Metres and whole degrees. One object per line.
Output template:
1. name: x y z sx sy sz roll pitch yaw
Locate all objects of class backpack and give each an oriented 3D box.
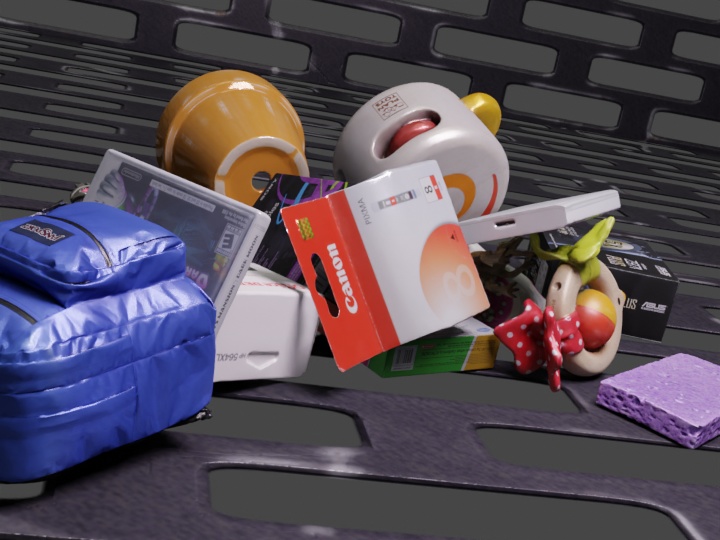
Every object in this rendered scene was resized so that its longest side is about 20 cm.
1. backpack: -0.225 0.047 0.769 0.162 0.169 0.200 13 24 33

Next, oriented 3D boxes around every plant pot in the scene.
1. plant pot: -0.152 -0.141 1.406 0.199 0.201 0.183 4 22 -25

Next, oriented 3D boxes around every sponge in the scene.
1. sponge: 0.342 0.132 1.129 0.111 0.030 0.199 24 21 36

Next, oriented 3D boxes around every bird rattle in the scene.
1. bird rattle: 0.235 0.045 1.147 0.112 0.201 0.163 -15 -40 39

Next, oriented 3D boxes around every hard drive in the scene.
1. hard drive: 0.192 -0.058 1.168 0.131 0.026 0.200 -10 4 29

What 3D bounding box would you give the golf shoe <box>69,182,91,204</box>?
1. golf shoe: -0.248 -0.049 1.259 0.199 0.078 0.088 -3 35 -41

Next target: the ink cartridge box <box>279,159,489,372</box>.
1. ink cartridge box: 0.029 -0.011 1.022 0.050 0.163 0.200 -20 0 39

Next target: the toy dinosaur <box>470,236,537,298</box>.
1. toy dinosaur: 0.132 -0.003 1.225 0.199 0.059 0.101 -9 14 -40

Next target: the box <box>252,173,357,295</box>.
1. box: -0.073 -0.033 1.137 0.036 0.143 0.200 41 -15 -29

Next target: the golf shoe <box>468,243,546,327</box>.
1. golf shoe: 0.160 0.017 1.331 0.091 0.076 0.200 13 22 -28

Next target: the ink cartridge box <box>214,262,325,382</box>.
1. ink cartridge box: -0.155 0.027 1.004 0.199 0.085 0.146 22 11 34

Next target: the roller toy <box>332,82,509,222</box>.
1. roller toy: 0.067 -0.119 1.251 0.182 0.201 0.140 5 35 -34

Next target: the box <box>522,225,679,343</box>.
1. box: 0.309 0.009 1.417 0.163 0.087 0.200 12 16 0

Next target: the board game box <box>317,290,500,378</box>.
1. board game box: 0.029 0.052 1.156 0.152 0.041 0.200 0 20 -36

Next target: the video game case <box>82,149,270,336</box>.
1. video game case: -0.189 0.004 0.922 0.199 0.183 0.023 23 -4 34
